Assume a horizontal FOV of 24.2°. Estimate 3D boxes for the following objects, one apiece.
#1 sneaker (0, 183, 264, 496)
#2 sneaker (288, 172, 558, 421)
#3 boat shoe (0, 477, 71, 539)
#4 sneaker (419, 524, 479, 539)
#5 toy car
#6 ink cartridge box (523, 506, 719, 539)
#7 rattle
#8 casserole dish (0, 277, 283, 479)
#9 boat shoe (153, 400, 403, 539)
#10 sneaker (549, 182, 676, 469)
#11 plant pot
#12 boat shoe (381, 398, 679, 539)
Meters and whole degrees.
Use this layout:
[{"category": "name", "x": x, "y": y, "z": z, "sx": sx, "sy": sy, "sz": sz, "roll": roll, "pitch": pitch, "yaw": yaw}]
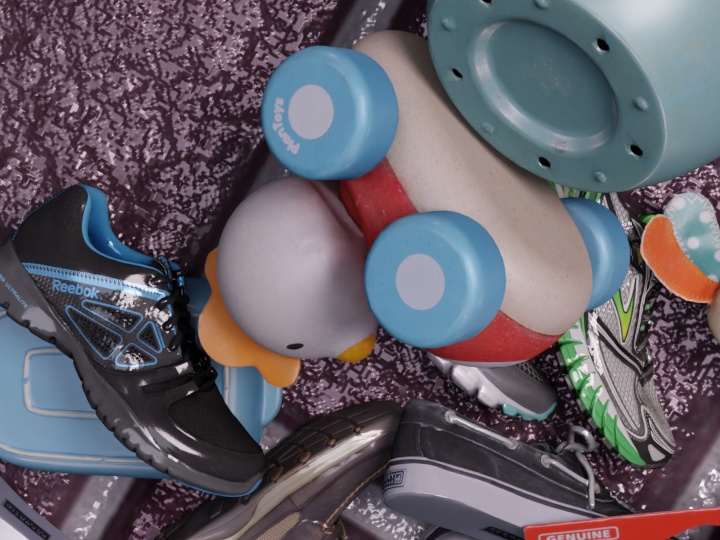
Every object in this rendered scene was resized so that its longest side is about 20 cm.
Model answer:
[{"category": "sneaker", "x": -0.119, "y": 0.040, "z": 0.927, "sx": 0.200, "sy": 0.073, "sz": 0.082, "roll": 45, "pitch": 99, "yaw": 2}, {"category": "sneaker", "x": 0.052, "y": -0.004, "z": 0.941, "sx": 0.091, "sy": 0.078, "sz": 0.200, "roll": -42, "pitch": 90, "yaw": 5}, {"category": "boat shoe", "x": -0.233, "y": 0.158, "z": 0.998, "sx": 0.200, "sy": 0.070, "sz": 0.066, "roll": 41, "pitch": 97, "yaw": -5}, {"category": "sneaker", "x": 0.039, "y": 0.244, "z": 0.939, "sx": 0.075, "sy": 0.115, "sz": 0.201, "roll": 11, "pitch": 96, "yaw": 7}, {"category": "toy car", "x": 0.000, "y": 0.000, "z": 0.851, "sx": 0.200, "sy": 0.184, "sz": 0.177, "roll": -40, "pitch": 75, "yaw": 28}, {"category": "ink cartridge box", "x": 0.195, "y": 0.199, "z": 0.905, "sx": 0.199, "sy": 0.044, "sz": 0.174, "roll": -7, "pitch": 132, "yaw": 8}, {"category": "rattle", "x": 0.224, "y": 0.059, "z": 0.918, "sx": 0.199, "sy": 0.143, "sz": 0.131, "roll": 17, "pitch": 52, "yaw": -2}, {"category": "casserole dish", "x": -0.146, "y": 0.065, "z": 0.989, "sx": 0.199, "sy": 0.039, "sz": 0.122, "roll": 2, "pitch": 95, "yaw": 7}, {"category": "boat shoe", "x": -0.042, "y": 0.149, "z": 0.972, "sx": 0.200, "sy": 0.075, "sz": 0.073, "roll": -35, "pitch": 101, "yaw": 16}, {"category": "sneaker", "x": 0.141, "y": 0.013, "z": 0.926, "sx": 0.085, "sy": 0.078, "sz": 0.201, "roll": -15, "pitch": 92, "yaw": 8}, {"category": "plant pot", "x": 0.124, "y": -0.134, "z": 0.776, "sx": 0.200, "sy": 0.201, "sz": 0.161, "roll": 39, "pitch": 63, "yaw": 3}, {"category": "boat shoe", "x": 0.104, "y": 0.123, "z": 0.930, "sx": 0.199, "sy": 0.074, "sz": 0.068, "roll": 20, "pitch": 66, "yaw": -17}]
